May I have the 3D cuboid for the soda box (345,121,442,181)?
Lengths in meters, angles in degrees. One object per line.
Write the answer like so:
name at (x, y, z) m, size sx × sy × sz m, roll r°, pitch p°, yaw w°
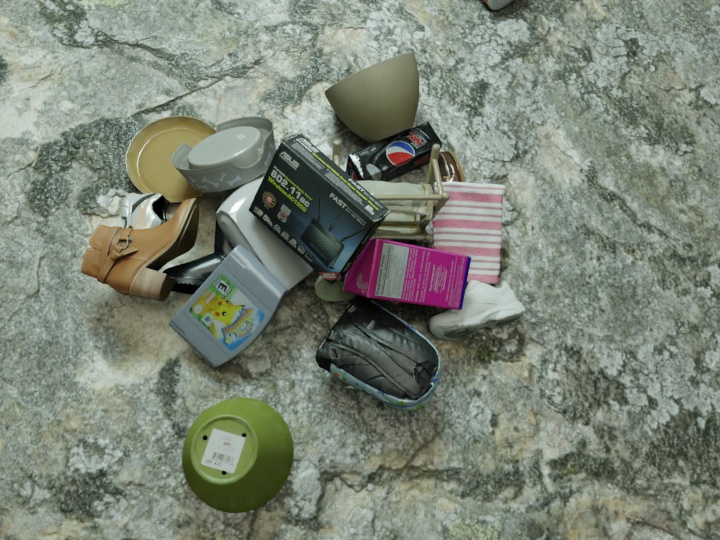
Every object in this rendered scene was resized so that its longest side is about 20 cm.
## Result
soda box at (0.070, -0.238, 1.115) m, size 0.199 × 0.071 × 0.064 m, roll -27°, pitch 76°, yaw -15°

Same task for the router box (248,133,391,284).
router box at (-0.071, -0.098, 0.863) m, size 0.200 × 0.150 × 0.062 m, roll 41°, pitch 36°, yaw 7°

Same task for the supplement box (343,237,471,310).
supplement box at (0.083, 0.005, 0.946) m, size 0.199 × 0.101 × 0.104 m, roll 10°, pitch 90°, yaw -26°

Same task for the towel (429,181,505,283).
towel at (0.211, -0.072, 1.047) m, size 0.145 × 0.030 × 0.202 m, roll 0°, pitch 101°, yaw -7°

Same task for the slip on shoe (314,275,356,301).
slip on shoe at (0.000, 0.000, 1.027) m, size 0.199 × 0.061 × 0.075 m, roll -27°, pitch 114°, yaw -16°

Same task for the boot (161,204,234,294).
boot at (-0.271, -0.041, 0.997) m, size 0.198 × 0.076 × 0.170 m, roll 2°, pitch 73°, yaw -13°

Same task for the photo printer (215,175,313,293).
photo printer at (-0.156, -0.072, 0.977) m, size 0.166 × 0.069 × 0.201 m, roll -40°, pitch 102°, yaw -37°

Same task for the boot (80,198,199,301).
boot at (-0.378, -0.056, 0.918) m, size 0.154 × 0.074 × 0.201 m, roll 17°, pitch 69°, yaw 5°

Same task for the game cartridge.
game cartridge at (-0.227, 0.071, 0.924) m, size 0.133 × 0.040 × 0.200 m, roll 42°, pitch 104°, yaw -6°

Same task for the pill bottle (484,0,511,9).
pill bottle at (0.308, -0.759, 1.315) m, size 0.109 × 0.110 × 0.201 m, roll -31°, pitch 77°, yaw -16°

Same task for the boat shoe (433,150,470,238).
boat shoe at (0.182, -0.157, 1.099) m, size 0.070 × 0.070 × 0.201 m, roll -9°, pitch 72°, yaw -16°

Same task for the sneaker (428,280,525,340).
sneaker at (0.214, 0.071, 1.026) m, size 0.199 × 0.078 × 0.100 m, roll -11°, pitch 65°, yaw -20°

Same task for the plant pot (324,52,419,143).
plant pot at (0.041, -0.345, 1.104) m, size 0.199 × 0.200 × 0.135 m, roll -25°, pitch 102°, yaw -15°

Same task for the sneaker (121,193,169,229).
sneaker at (-0.400, -0.059, 0.983) m, size 0.079 × 0.074 × 0.202 m, roll -8°, pitch 71°, yaw 10°

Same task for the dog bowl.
dog bowl at (-0.249, -0.219, 1.001) m, size 0.198 × 0.059 × 0.201 m, roll -11°, pitch 39°, yaw 9°

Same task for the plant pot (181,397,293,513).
plant pot at (-0.197, 0.282, 0.824) m, size 0.185 × 0.200 × 0.189 m, roll 2°, pitch 70°, yaw -6°

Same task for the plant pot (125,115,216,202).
plant pot at (-0.371, -0.223, 1.081) m, size 0.198 × 0.028 × 0.202 m, roll 2°, pitch 69°, yaw -6°

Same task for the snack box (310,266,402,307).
snack box at (0.007, 0.000, 0.983) m, size 0.199 × 0.024 × 0.072 m, roll 25°, pitch 91°, yaw -26°

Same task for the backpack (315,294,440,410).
backpack at (0.048, 0.158, 0.939) m, size 0.199 × 0.154 × 0.164 m, roll 20°, pitch 60°, yaw 27°

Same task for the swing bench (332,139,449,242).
swing bench at (0.042, -0.128, 0.998) m, size 0.197 × 0.200 × 0.131 m, roll -1°, pitch 61°, yaw -6°
